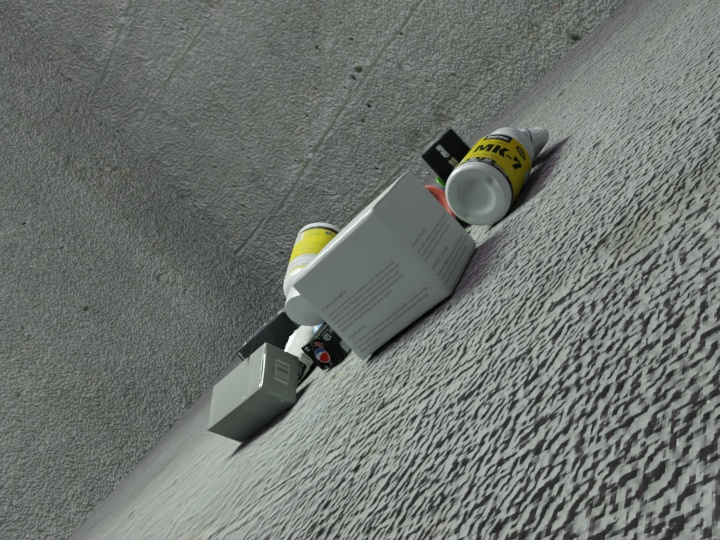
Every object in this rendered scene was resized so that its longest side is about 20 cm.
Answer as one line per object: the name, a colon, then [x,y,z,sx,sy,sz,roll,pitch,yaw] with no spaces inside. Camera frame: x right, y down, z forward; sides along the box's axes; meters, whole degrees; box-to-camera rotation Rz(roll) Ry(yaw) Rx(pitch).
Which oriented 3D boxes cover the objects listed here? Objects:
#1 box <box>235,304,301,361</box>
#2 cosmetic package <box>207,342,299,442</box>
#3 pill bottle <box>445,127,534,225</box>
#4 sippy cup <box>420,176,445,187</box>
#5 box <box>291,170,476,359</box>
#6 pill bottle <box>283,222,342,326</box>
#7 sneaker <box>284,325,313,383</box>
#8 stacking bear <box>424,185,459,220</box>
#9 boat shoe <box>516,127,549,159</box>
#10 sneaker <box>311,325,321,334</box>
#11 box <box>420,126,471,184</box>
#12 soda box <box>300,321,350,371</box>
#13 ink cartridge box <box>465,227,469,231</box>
box: [-0.177,0.165,1.758,0.200,0.122,0.106,-41,5,33]
cosmetic package: [-0.206,0.236,1.423,0.200,0.090,0.107,-39,36,34]
pill bottle: [0.233,-0.171,1.304,0.114,0.114,0.200,-39,7,40]
sippy cup: [0.140,-0.157,1.860,0.178,0.130,0.140,-43,5,-5]
box: [0.041,-0.011,1.176,0.199,0.171,0.200,-40,6,32]
pill bottle: [-0.088,0.009,1.459,0.112,0.112,0.201,-40,26,36]
sneaker: [-0.123,0.183,1.534,0.080,0.076,0.200,-22,28,57]
stacking bear: [0.156,-0.117,1.541,0.200,0.121,0.114,-15,-57,-74]
boat shoe: [0.315,-0.226,1.462,0.065,0.074,0.200,-14,-5,-8]
sneaker: [-0.037,0.095,1.533,0.072,0.072,0.200,-30,15,38]
box: [0.210,-0.213,1.566,0.086,0.164,0.200,-42,6,11]
soda box: [-0.024,0.098,1.415,0.071,0.063,0.200,-38,8,46]
ink cartridge box: [0.106,-0.023,1.403,0.200,0.059,0.104,-41,5,31]
